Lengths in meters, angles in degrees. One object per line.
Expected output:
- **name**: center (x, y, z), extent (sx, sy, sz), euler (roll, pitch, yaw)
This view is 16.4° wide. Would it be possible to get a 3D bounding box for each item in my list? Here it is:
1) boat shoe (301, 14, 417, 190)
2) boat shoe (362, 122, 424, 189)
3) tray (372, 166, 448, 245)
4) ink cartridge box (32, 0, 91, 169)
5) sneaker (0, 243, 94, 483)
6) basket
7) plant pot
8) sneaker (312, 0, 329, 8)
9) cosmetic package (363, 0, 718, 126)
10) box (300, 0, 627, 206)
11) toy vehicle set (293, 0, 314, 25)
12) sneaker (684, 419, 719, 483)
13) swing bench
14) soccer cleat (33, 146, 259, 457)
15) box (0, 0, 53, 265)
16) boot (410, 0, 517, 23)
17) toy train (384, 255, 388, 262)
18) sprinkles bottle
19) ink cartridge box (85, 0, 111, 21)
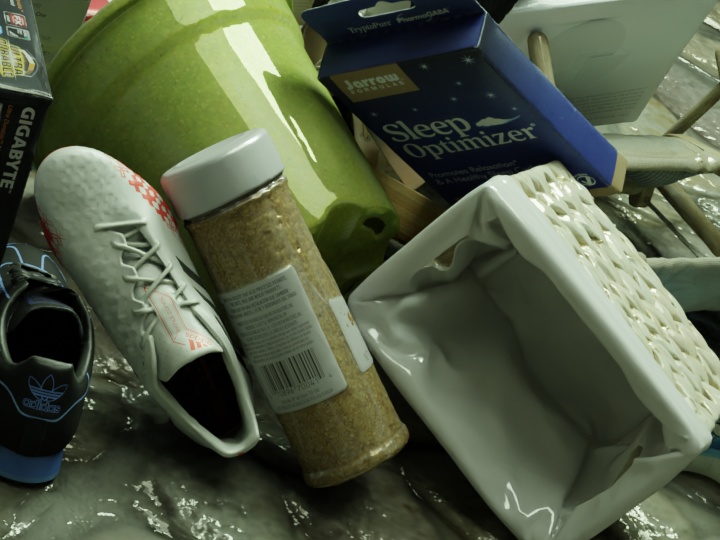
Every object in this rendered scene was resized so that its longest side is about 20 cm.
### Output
- **boat shoe**: center (-0.013, -0.127, 1.807), extent (0.065, 0.072, 0.200), euler (9, 38, -29)
- **boat shoe**: center (0.030, -0.113, 1.639), extent (0.070, 0.066, 0.200), euler (58, 2, 23)
- **tray**: center (0.060, -0.018, 1.643), extent (0.200, 0.037, 0.099), euler (30, 1, 29)
- **ink cartridge box**: center (-0.221, -0.180, 1.592), extent (0.067, 0.201, 0.116), euler (9, 32, -27)
- **sneaker**: center (-0.180, 0.031, 1.396), extent (0.070, 0.078, 0.200), euler (12, 30, -19)
- **basket**: center (0.113, 0.046, 1.484), extent (0.200, 0.135, 0.123), euler (52, 29, 3)
- **plant pot**: center (-0.077, -0.061, 1.541), extent (0.200, 0.201, 0.184), euler (-11, 55, -47)
- **sneaker**: center (-0.063, -0.259, 1.806), extent (0.074, 0.200, 0.079), euler (-31, 65, -24)
- **cosmetic package**: center (0.128, -0.193, 1.811), extent (0.198, 0.200, 0.123), euler (-9, 66, -20)
- **box**: center (0.060, -0.100, 1.514), extent (0.200, 0.121, 0.033), euler (42, 52, -40)
- **toy vehicle set**: center (-0.140, -0.229, 1.745), extent (0.200, 0.027, 0.124), euler (40, 30, 26)
- **sneaker**: center (0.222, 0.081, 1.608), extent (0.199, 0.090, 0.078), euler (19, 28, 1)
- **swing bench**: center (0.193, -0.048, 1.761), extent (0.198, 0.130, 0.201), euler (1, 57, -38)
- **soccer cleat**: center (-0.113, 0.019, 1.384), extent (0.201, 0.068, 0.085), euler (61, -6, -22)
- **box**: center (-0.229, -0.068, 1.398), extent (0.049, 0.199, 0.200), euler (11, 30, -23)
- **boot**: center (0.058, -0.232, 1.655), extent (0.138, 0.078, 0.200), euler (40, 43, 11)
- **toy train**: center (0.000, 0.000, 1.640), extent (0.046, 0.034, 0.200), euler (11, 28, -48)
- **sprinkles bottle**: center (-0.043, 0.022, 1.418), extent (0.201, 0.068, 0.068), euler (65, 29, -9)
- **ink cartridge box**: center (-0.164, -0.178, 1.757), extent (0.199, 0.084, 0.144), euler (1, 35, -36)
